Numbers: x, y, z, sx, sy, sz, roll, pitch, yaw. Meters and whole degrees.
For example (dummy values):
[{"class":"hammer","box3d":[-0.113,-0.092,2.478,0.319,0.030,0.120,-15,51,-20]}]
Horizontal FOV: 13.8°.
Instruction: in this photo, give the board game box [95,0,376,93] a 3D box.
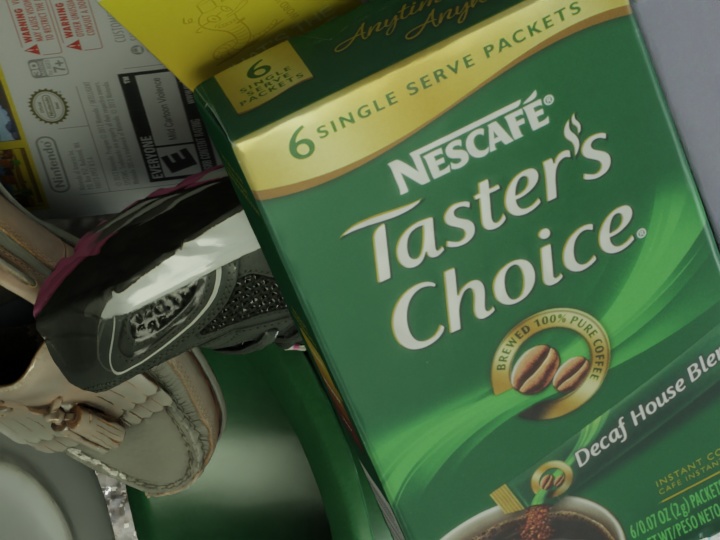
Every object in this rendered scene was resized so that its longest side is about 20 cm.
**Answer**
[{"class":"board game box","box3d":[-0.008,-0.117,0.805,0.153,0.040,0.200,-31,152,10]}]

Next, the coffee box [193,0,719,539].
[{"class":"coffee box","box3d":[0.043,0.008,0.867,0.123,0.044,0.200,-25,122,-5]}]

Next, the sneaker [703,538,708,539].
[{"class":"sneaker","box3d":[0.094,0.056,1.051,0.078,0.099,0.200,-12,127,-6]}]

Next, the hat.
[{"class":"hat","box3d":[0.036,0.074,1.033,0.176,0.200,0.166,-14,148,-29]}]

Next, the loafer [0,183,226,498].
[{"class":"loafer","box3d":[-0.119,0.012,0.924,0.072,0.063,0.200,-27,121,26]}]

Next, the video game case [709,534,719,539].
[{"class":"video game case","box3d":[0.218,0.077,1.146,0.200,0.018,0.143,8,123,-18]}]

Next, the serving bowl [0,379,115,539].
[{"class":"serving bowl","box3d":[-0.143,0.106,0.971,0.066,0.200,0.200,-8,135,37]}]

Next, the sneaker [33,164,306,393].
[{"class":"sneaker","box3d":[0.000,0.000,0.918,0.200,0.080,0.086,-25,102,-26]}]

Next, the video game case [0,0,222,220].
[{"class":"video game case","box3d":[-0.134,-0.084,0.903,0.182,0.023,0.200,-7,140,6]}]

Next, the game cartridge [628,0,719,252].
[{"class":"game cartridge","box3d":[0.148,-0.071,0.874,0.129,0.038,0.200,-23,135,4]}]
